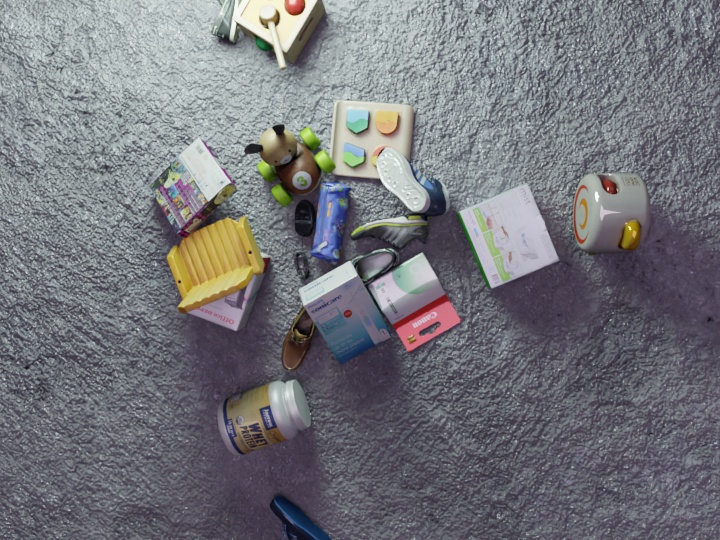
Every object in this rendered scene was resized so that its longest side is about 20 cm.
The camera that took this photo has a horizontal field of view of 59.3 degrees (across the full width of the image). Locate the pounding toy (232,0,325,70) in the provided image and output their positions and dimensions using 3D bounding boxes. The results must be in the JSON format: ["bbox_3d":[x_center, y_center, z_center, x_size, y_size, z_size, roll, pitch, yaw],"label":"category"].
[{"bbox_3d":[-0.195,-0.593,1.508,0.184,0.142,0.201,32,94,2],"label":"pounding toy"}]

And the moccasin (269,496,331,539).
[{"bbox_3d":[-0.161,0.663,1.605,0.200,0.080,0.068,44,99,2],"label":"moccasin"}]

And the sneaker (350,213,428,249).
[{"bbox_3d":[0.074,-0.089,1.553,0.199,0.074,0.081,-8,96,6],"label":"sneaker"}]

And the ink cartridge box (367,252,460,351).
[{"bbox_3d":[0.134,0.081,1.569,0.160,0.050,0.201,-30,88,5],"label":"ink cartridge box"}]

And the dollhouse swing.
[{"bbox_3d":[-0.347,-0.018,1.450,0.199,0.176,0.183,-22,90,6],"label":"dollhouse swing"}]

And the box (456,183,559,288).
[{"bbox_3d":[0.352,-0.083,1.519,0.176,0.097,0.201,-24,91,4],"label":"box"}]

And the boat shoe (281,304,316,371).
[{"bbox_3d":[-0.153,0.160,1.582,0.072,0.068,0.201,20,94,3],"label":"boat shoe"}]

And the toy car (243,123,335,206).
[{"bbox_3d":[-0.182,-0.272,1.482,0.164,0.200,0.158,-35,68,8],"label":"toy car"}]

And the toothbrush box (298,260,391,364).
[{"bbox_3d":[-0.036,0.102,1.517,0.146,0.085,0.201,-28,118,0],"label":"toothbrush box"}]

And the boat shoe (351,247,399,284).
[{"bbox_3d":[0.000,0.000,1.559,0.199,0.060,0.076,-32,84,11],"label":"boat shoe"}]

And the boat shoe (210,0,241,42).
[{"bbox_3d":[-0.320,-0.669,1.549,0.067,0.072,0.201,13,96,-1],"label":"boat shoe"}]

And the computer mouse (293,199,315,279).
[{"bbox_3d":[-0.137,-0.077,1.588,0.058,0.034,0.201,9,102,31],"label":"computer mouse"}]

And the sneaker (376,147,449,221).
[{"bbox_3d":[0.136,-0.209,1.528,0.081,0.146,0.200,-49,62,28],"label":"sneaker"}]

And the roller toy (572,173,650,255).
[{"bbox_3d":[0.581,-0.132,1.454,0.139,0.200,0.184,0,87,3],"label":"roller toy"}]

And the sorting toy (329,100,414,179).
[{"bbox_3d":[0.026,-0.322,1.560,0.199,0.036,0.186,6,93,4],"label":"sorting toy"}]

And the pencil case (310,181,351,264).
[{"bbox_3d":[-0.075,-0.119,1.554,0.078,0.087,0.201,10,93,20],"label":"pencil case"}]

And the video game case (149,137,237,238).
[{"bbox_3d":[-0.413,-0.205,1.549,0.181,0.036,0.200,-43,56,5],"label":"video game case"}]

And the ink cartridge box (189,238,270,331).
[{"bbox_3d":[-0.330,0.032,1.581,0.147,0.086,0.201,20,93,3],"label":"ink cartridge box"}]

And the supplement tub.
[{"bbox_3d":[-0.236,0.359,1.561,0.199,0.144,0.145,-20,91,5],"label":"supplement tub"}]
